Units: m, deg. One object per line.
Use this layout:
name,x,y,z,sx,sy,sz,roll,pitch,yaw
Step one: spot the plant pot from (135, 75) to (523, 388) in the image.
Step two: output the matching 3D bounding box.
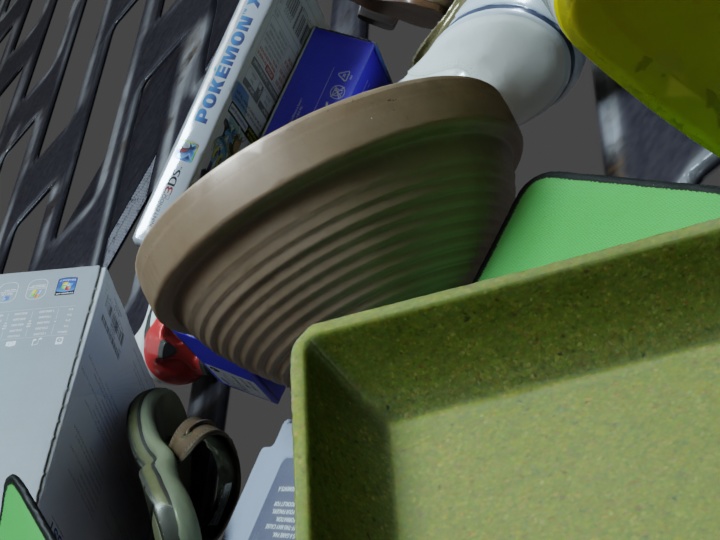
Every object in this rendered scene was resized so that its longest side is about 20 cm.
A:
plant pot,0.000,0.000,0.763,0.201,0.201,0.093,-39,68,36

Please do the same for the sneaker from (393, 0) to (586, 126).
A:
sneaker,0.053,-0.084,0.843,0.071,0.073,0.200,-58,9,-29

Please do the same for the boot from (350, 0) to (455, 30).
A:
boot,0.043,-0.232,1.025,0.200,0.070,0.146,-148,78,-76

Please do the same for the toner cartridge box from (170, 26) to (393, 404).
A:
toner cartridge box,-0.038,-0.032,0.924,0.043,0.095,0.200,18,72,19

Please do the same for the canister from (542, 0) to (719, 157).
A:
canister,0.123,-0.140,0.688,0.087,0.148,0.200,-48,27,19

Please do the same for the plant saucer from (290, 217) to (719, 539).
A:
plant saucer,0.079,0.081,0.526,0.199,0.048,0.200,-15,42,10

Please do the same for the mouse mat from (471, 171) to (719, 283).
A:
mouse mat,0.103,0.033,0.636,0.200,0.008,0.161,12,69,51

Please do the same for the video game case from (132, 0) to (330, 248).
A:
video game case,-0.060,-0.066,0.938,0.200,0.022,0.182,58,-127,-70

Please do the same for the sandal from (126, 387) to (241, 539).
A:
sandal,-0.094,0.122,0.896,0.057,0.080,0.201,-17,17,-7

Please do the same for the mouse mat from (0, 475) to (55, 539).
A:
mouse mat,-0.159,0.220,0.759,0.161,0.008,0.200,44,124,48

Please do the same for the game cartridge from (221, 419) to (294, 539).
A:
game cartridge,-0.009,0.132,0.746,0.200,0.042,0.133,-11,55,59

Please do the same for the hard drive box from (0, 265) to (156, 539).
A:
hard drive box,-0.182,0.122,0.934,0.077,0.156,0.200,-5,43,11

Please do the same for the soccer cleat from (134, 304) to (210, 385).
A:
soccer cleat,-0.096,-0.018,1.062,0.085,0.069,0.200,15,78,61

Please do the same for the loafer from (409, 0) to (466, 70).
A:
loafer,0.089,-0.179,0.896,0.200,0.067,0.076,-50,25,16
